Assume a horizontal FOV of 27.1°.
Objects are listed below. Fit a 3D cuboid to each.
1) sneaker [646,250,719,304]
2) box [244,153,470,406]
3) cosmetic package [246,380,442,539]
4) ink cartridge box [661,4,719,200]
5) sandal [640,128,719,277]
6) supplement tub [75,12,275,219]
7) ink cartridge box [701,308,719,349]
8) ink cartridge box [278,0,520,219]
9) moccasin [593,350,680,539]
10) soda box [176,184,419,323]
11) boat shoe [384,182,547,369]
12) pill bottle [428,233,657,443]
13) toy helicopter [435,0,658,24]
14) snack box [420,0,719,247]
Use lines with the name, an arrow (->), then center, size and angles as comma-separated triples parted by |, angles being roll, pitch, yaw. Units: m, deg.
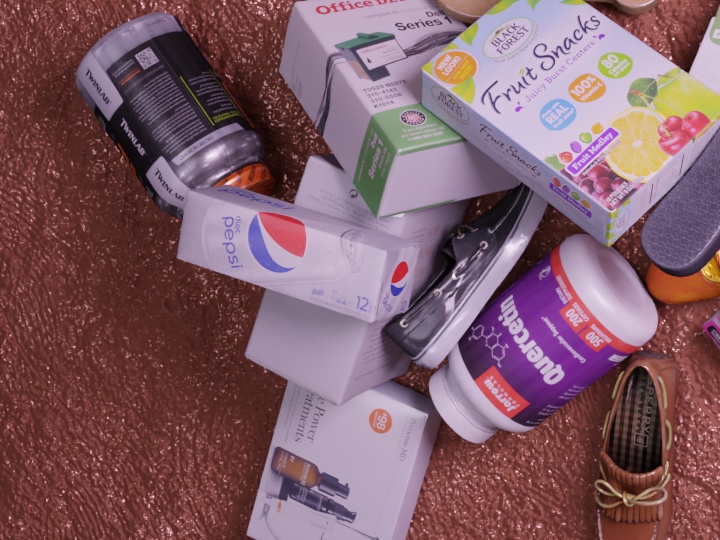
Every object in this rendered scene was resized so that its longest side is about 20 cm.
sneaker -> 0.325, -0.022, 1.240 | 0.199, 0.077, 0.073 | -24, 89, 29
box -> 0.000, 0.000, 1.364 | 0.106, 0.152, 0.201 | 26, 108, 20
cosmetic package -> -0.016, 0.196, 1.461 | 0.150, 0.052, 0.201 | 21, 107, 20
ink cartridge box -> 0.320, -0.142, 1.214 | 0.103, 0.059, 0.201 | 19, 76, 23
sandal -> 0.296, -0.077, 1.145 | 0.200, 0.043, 0.076 | -43, 56, 9
supplement tub -> -0.176, -0.139, 1.449 | 0.122, 0.122, 0.200 | -40, 79, 26
ink cartridge box -> 0.363, 0.043, 1.191 | 0.095, 0.037, 0.200 | 52, 149, 4
ink cartridge box -> 0.038, -0.152, 1.283 | 0.200, 0.146, 0.085 | 57, 148, 33
moccasin -> 0.243, 0.173, 1.310 | 0.073, 0.078, 0.202 | 16, 105, 24
soda box -> -0.054, -0.017, 1.265 | 0.199, 0.068, 0.064 | 18, 105, 25
boat shoe -> 0.096, -0.007, 1.322 | 0.057, 0.069, 0.200 | 36, 83, -11
pill bottle -> 0.156, 0.066, 1.318 | 0.200, 0.112, 0.113 | -42, 79, 25
toy helicopter -> 0.158, -0.242, 1.282 | 0.199, 0.079, 0.133 | 7, 74, 10
snack box -> 0.166, -0.131, 1.173 | 0.142, 0.053, 0.200 | -40, 65, -19
